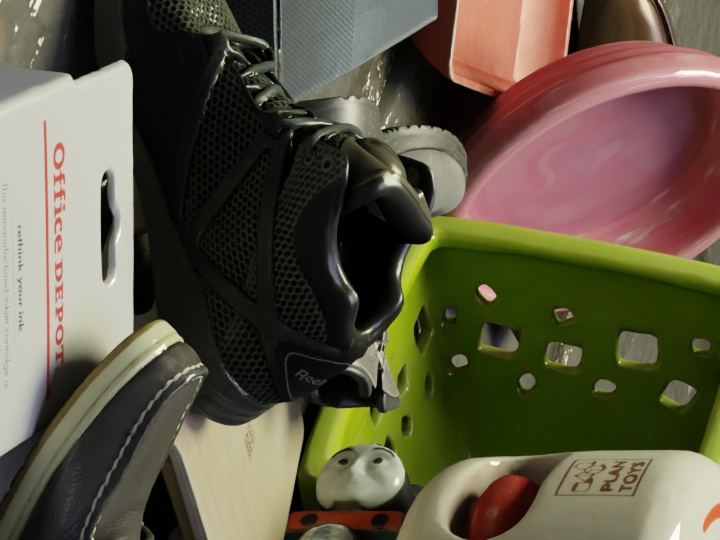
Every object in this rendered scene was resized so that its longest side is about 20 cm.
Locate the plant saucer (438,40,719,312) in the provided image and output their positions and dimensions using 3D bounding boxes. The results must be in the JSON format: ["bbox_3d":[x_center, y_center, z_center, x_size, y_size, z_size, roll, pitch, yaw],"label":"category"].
[{"bbox_3d":[0.127,-0.055,1.373,0.201,0.200,0.051,59,7,-58],"label":"plant saucer"}]

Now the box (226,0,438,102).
[{"bbox_3d":[-0.019,-0.168,1.099,0.200,0.051,0.159,-36,131,-63],"label":"box"}]

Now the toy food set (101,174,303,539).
[{"bbox_3d":[-0.073,0.068,1.036,0.144,0.060,0.201,-79,163,-45],"label":"toy food set"}]

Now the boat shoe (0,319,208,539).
[{"bbox_3d":[-0.098,0.114,0.857,0.201,0.066,0.072,-59,168,8],"label":"boat shoe"}]

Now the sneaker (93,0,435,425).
[{"bbox_3d":[-0.033,-0.053,0.950,0.076,0.114,0.200,12,59,-57],"label":"sneaker"}]

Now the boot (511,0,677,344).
[{"bbox_3d":[0.128,-0.069,1.513,0.200,0.064,0.187,-40,131,-55],"label":"boot"}]

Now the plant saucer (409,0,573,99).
[{"bbox_3d":[0.075,-0.191,1.360,0.199,0.037,0.201,8,90,-69],"label":"plant saucer"}]

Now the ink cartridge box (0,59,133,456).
[{"bbox_3d":[-0.144,0.002,0.795,0.200,0.066,0.116,-34,129,-63],"label":"ink cartridge box"}]

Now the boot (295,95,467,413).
[{"bbox_3d":[0.000,0.000,1.138,0.200,0.069,0.132,10,76,-68],"label":"boot"}]

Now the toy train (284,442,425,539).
[{"bbox_3d":[0.015,0.172,1.154,0.114,0.085,0.201,-71,149,-46],"label":"toy train"}]

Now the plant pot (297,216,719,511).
[{"bbox_3d":[0.094,0.114,1.290,0.199,0.199,0.182,-64,157,-43],"label":"plant pot"}]

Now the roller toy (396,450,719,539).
[{"bbox_3d":[0.098,0.166,1.059,0.200,0.139,0.183,45,46,-56],"label":"roller toy"}]
